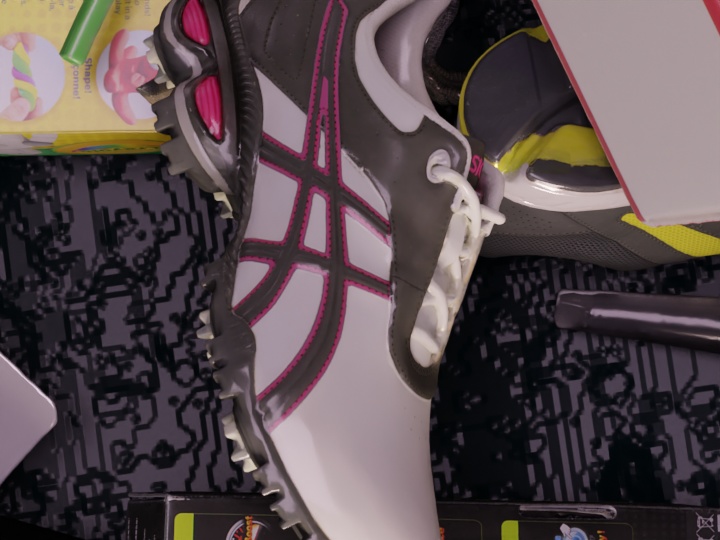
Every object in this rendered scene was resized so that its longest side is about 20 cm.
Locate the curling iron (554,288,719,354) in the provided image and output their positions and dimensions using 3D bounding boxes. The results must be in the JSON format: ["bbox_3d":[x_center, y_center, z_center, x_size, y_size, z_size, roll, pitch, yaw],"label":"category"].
[{"bbox_3d":[0.161,0.032,0.792,0.199,0.026,0.050,14,82,4],"label":"curling iron"}]

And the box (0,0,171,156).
[{"bbox_3d":[-0.123,-0.097,0.808,0.199,0.048,0.118,0,84,5],"label":"box"}]

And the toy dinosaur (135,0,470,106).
[{"bbox_3d":[0.024,-0.104,0.783,0.200,0.047,0.088,-48,114,-3],"label":"toy dinosaur"}]

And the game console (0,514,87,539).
[{"bbox_3d":[-0.149,0.168,0.743,0.200,0.116,0.176,21,54,-33],"label":"game console"}]

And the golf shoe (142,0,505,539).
[{"bbox_3d":[0.000,0.000,0.687,0.088,0.077,0.201,-19,70,13],"label":"golf shoe"}]

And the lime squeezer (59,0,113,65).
[{"bbox_3d":[-0.025,-0.141,0.783,0.200,0.038,0.071,-31,126,-20],"label":"lime squeezer"}]

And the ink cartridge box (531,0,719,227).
[{"bbox_3d":[0.142,-0.123,0.710,0.200,0.083,0.145,-33,102,-27],"label":"ink cartridge box"}]

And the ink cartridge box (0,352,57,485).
[{"bbox_3d":[-0.207,0.023,0.763,0.200,0.068,0.115,42,106,-2],"label":"ink cartridge box"}]

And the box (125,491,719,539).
[{"bbox_3d":[0.022,0.168,0.739,0.193,0.047,0.201,3,84,-20],"label":"box"}]

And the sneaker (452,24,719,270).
[{"bbox_3d":[0.115,-0.040,0.783,0.199,0.085,0.075,3,69,-18],"label":"sneaker"}]
